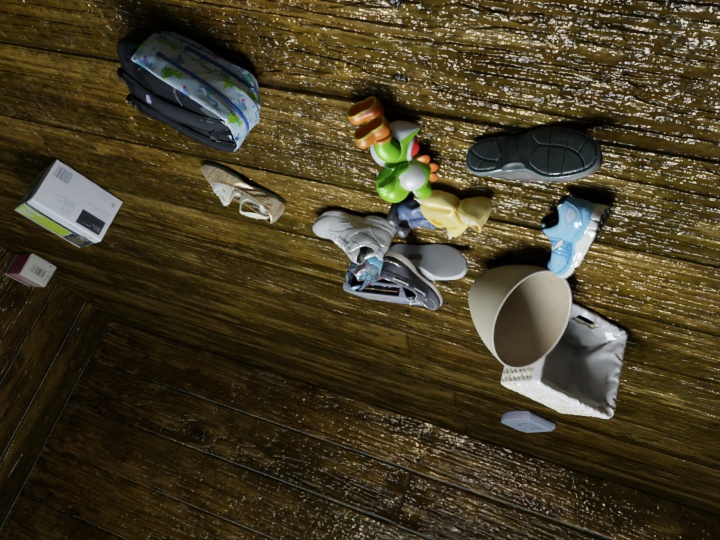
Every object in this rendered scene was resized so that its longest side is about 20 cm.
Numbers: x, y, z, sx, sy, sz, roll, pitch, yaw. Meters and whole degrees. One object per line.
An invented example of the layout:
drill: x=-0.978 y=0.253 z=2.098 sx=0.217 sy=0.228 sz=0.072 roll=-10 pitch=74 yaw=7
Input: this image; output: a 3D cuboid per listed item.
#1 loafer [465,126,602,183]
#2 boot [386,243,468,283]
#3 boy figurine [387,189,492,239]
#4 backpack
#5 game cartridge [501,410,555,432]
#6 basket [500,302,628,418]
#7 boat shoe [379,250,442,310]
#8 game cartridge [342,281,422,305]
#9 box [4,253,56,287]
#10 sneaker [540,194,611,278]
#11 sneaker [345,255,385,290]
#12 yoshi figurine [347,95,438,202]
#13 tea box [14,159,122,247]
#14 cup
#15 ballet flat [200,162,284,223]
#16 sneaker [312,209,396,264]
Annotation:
loafer: x=0.248 y=-0.158 z=0.807 sx=0.198 sy=0.073 sz=0.062 roll=10 pitch=176 yaw=41
boot: x=0.154 y=-0.008 z=1.218 sx=0.198 sy=0.075 sz=0.095 roll=14 pitch=164 yaw=39
boy figurine: x=0.148 y=-0.096 z=1.019 sx=0.198 sy=0.065 sz=0.124 roll=5 pitch=150 yaw=41
backpack: x=-0.255 y=-0.274 z=0.891 sx=0.199 sy=0.154 sz=0.164 roll=40 pitch=158 yaw=11
game cartridge: x=0.618 y=0.566 z=2.131 sx=0.131 sy=0.041 sz=0.200 roll=22 pitch=158 yaw=-11
basket: x=0.440 y=0.196 z=1.242 sx=0.196 sy=0.203 sz=0.161 roll=25 pitch=159 yaw=-11
boat shoe: x=0.103 y=0.038 z=1.189 sx=0.072 sy=0.063 sz=0.200 roll=11 pitch=155 yaw=45
game cartridge: x=0.071 y=0.056 z=1.411 sx=0.197 sy=0.042 sz=0.133 roll=5 pitch=168 yaw=32
box: x=-1.521 y=0.000 z=2.620 sx=0.197 sy=0.111 sz=0.128 roll=0 pitch=150 yaw=41
sneaker: x=0.342 y=-0.063 z=0.942 sx=0.089 sy=0.079 sz=0.201 roll=34 pitch=158 yaw=19
sneaker: x=0.000 y=0.000 z=1.279 sx=0.080 sy=0.095 sz=0.200 roll=48 pitch=170 yaw=10
yoshi figurine: x=0.042 y=-0.170 z=0.904 sx=0.111 sy=0.114 sz=0.200 roll=22 pitch=166 yaw=42
tea box: x=-0.805 y=-0.177 z=1.569 sx=0.195 sy=0.136 sz=0.199 roll=-5 pitch=146 yaw=45
cup: x=0.296 y=0.071 z=1.134 sx=0.199 sy=0.202 sz=0.143 roll=37 pitch=179 yaw=-35
ballet flat: x=-0.259 y=-0.161 z=1.221 sx=0.197 sy=0.066 sz=0.071 roll=25 pitch=158 yaw=-8
sneaker: x=-0.025 y=-0.069 z=1.181 sx=0.197 sy=0.101 sz=0.075 roll=8 pitch=157 yaw=32
